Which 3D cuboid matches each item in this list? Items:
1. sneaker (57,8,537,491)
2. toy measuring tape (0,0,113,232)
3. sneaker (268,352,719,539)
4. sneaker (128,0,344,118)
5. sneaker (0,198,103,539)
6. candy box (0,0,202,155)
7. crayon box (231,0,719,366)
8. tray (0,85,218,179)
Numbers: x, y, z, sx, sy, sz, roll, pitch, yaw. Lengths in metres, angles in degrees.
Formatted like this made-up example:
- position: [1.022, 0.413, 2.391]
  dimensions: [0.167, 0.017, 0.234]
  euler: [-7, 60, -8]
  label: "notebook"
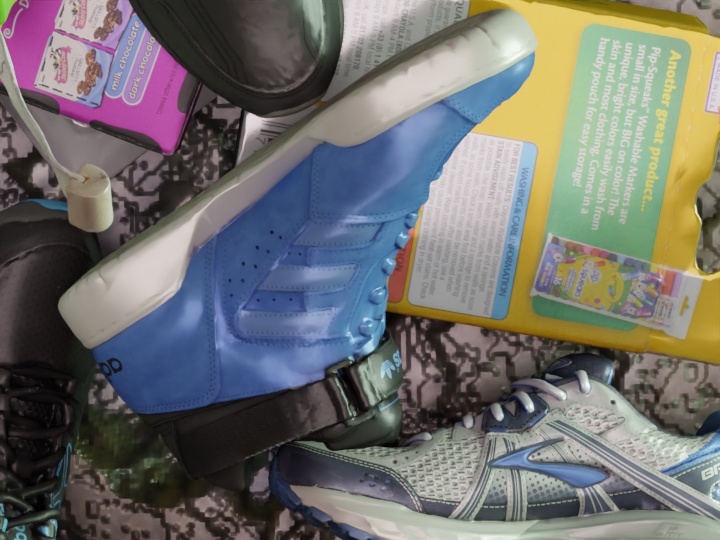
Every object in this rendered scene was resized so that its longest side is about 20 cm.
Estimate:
- position: [0.000, 0.000, 1.068]
  dimensions: [0.199, 0.077, 0.111]
  euler: [-35, 95, 9]
  label: "sneaker"
- position: [-0.107, -0.104, 1.010]
  dimensions: [0.073, 0.074, 0.201]
  euler: [-32, 63, 1]
  label: "toy measuring tape"
- position: [0.064, 0.073, 1.138]
  dimensions: [0.199, 0.077, 0.086]
  euler: [7, 84, -9]
  label: "sneaker"
- position: [-0.063, -0.145, 1.027]
  dimensions: [0.075, 0.079, 0.201]
  euler: [-23, 96, -1]
  label: "sneaker"
- position: [-0.130, 0.074, 1.113]
  dimensions: [0.073, 0.082, 0.201]
  euler: [10, 100, -34]
  label: "sneaker"
- position: [-0.137, -0.140, 1.094]
  dimensions: [0.199, 0.061, 0.137]
  euler: [21, 93, -4]
  label: "candy box"
- position: [0.053, -0.043, 1.126]
  dimensions: [0.199, 0.052, 0.127]
  euler: [10, 101, -1]
  label: "crayon box"
- position: [-0.126, -0.137, 1.136]
  dimensions: [0.107, 0.022, 0.200]
  euler: [-37, 94, 0]
  label: "tray"
